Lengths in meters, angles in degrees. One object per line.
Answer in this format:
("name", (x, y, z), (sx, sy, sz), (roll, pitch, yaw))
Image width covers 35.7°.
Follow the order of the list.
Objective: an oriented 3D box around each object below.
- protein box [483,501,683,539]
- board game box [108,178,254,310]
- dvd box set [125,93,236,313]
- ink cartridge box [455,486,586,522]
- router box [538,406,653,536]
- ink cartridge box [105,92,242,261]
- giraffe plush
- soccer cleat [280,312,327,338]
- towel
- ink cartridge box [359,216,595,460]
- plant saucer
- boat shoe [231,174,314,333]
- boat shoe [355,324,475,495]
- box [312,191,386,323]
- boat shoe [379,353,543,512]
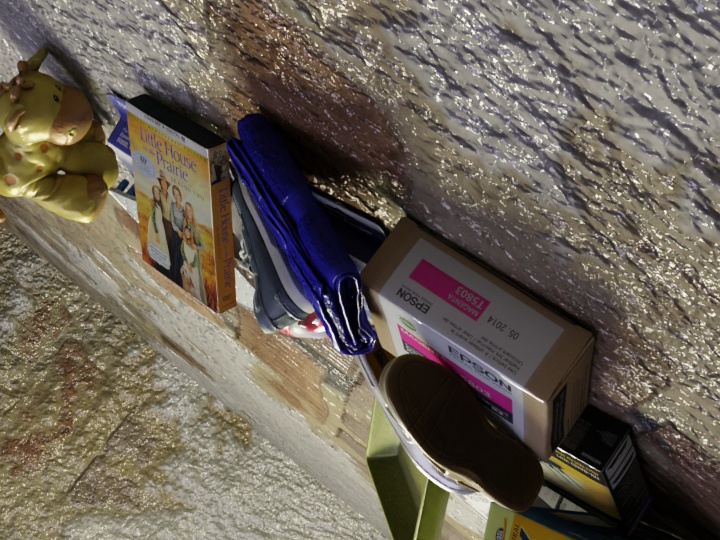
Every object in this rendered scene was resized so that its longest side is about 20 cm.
("protein box", (0.251, 0.333, 1.137), (0.198, 0.137, 0.198), (12, 179, -30))
("board game box", (-0.190, -0.024, 1.352), (0.199, 0.026, 0.200), (21, 157, 45))
("dvd box set", (-0.189, -0.070, 1.187), (0.146, 0.029, 0.202), (32, 135, 35))
("ink cartridge box", (0.184, 0.263, 1.337), (0.200, 0.083, 0.147), (41, 164, -6))
("router box", (0.187, 0.169, 1.124), (0.199, 0.052, 0.158), (27, 161, 37))
("ink cartridge box", (-0.202, -0.098, 1.298), (0.199, 0.041, 0.201), (31, 162, 28))
("giraffe plush", (-0.376, -0.168, 1.318), (0.174, 0.198, 0.163), (61, 144, 30))
("soccer cleat", (-0.038, 0.040, 1.181), (0.076, 0.068, 0.200), (12, 169, -19))
("towel", (-0.055, -0.028, 0.992), (0.201, 0.049, 0.148), (59, 171, 30))
("ink cartridge box", (0.102, 0.063, 0.985), (0.199, 0.075, 0.165), (34, 165, 23))
("plant saucer", (0.062, 0.220, 1.323), (0.201, 0.047, 0.202), (-113, 24, -51))
("boat shoe", (-0.099, -0.021, 1.101), (0.073, 0.062, 0.201), (34, -159, -46))
("boat shoe", (0.059, 0.138, 1.123), (0.201, 0.071, 0.070), (57, 179, 12))
("box", (0.000, 0.000, 1.126), (0.121, 0.032, 0.201), (29, 160, 35))
("boat shoe", (0.078, 0.146, 0.992), (0.200, 0.074, 0.066), (46, 157, -24))
